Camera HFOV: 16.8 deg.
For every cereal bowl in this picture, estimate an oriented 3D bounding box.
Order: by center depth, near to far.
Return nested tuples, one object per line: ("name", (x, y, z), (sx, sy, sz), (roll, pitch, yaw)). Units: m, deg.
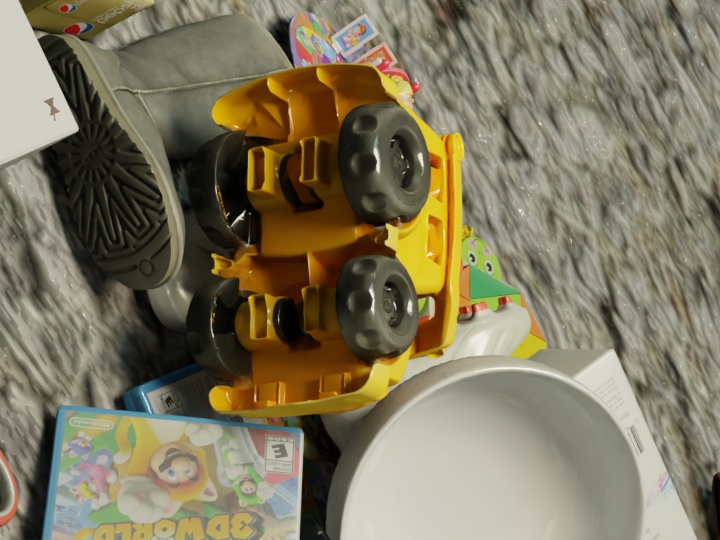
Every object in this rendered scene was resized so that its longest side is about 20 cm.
("cereal bowl", (0.070, 0.143, 1.483), (0.200, 0.200, 0.083), (51, -3, -21))

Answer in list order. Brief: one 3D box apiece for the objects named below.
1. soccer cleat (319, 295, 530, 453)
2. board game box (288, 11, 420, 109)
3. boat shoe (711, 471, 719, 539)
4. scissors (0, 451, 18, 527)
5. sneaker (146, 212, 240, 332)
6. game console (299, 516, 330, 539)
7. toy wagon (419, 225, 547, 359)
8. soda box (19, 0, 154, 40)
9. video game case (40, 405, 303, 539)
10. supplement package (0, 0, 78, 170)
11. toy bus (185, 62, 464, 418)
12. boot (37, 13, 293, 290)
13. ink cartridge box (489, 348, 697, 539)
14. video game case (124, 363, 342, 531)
("soccer cleat", (0.045, 0.074, 1.577), (0.200, 0.069, 0.078), (-24, 96, -47))
("board game box", (0.024, -0.098, 1.662), (0.200, 0.039, 0.158), (54, 18, -16))
("boat shoe", (0.289, 0.249, 1.855), (0.072, 0.072, 0.201), (10, 73, -15))
("scissors", (-0.221, 0.050, 1.347), (0.073, 0.014, 0.201), (15, 63, -45))
("sneaker", (-0.054, -0.018, 1.535), (0.200, 0.084, 0.073), (-26, 95, -52))
("game console", (-0.061, 0.245, 1.314), (0.200, 0.176, 0.116), (55, 3, 25))
("toy wagon", (0.079, 0.052, 1.701), (0.155, 0.039, 0.201), (28, 52, -41))
("soda box", (-0.186, -0.248, 1.502), (0.068, 0.064, 0.201), (7, 66, -50))
("video game case", (-0.106, 0.166, 1.340), (0.142, 0.018, 0.201), (6, 52, -5))
("supplement package", (-0.278, -0.083, 1.187), (0.152, 0.200, 0.151), (-31, 97, -54))
("toy bus", (0.000, 0.000, 1.455), (0.192, 0.135, 0.201), (26, 61, -54))
("boot", (-0.104, -0.079, 1.515), (0.200, 0.072, 0.182), (-4, 69, -58))
("ink cartridge box", (0.134, 0.172, 1.618), (0.145, 0.087, 0.201), (-35, 107, -30))
("video game case", (-0.053, 0.115, 1.510), (0.200, 0.018, 0.144), (-21, 89, -53))
